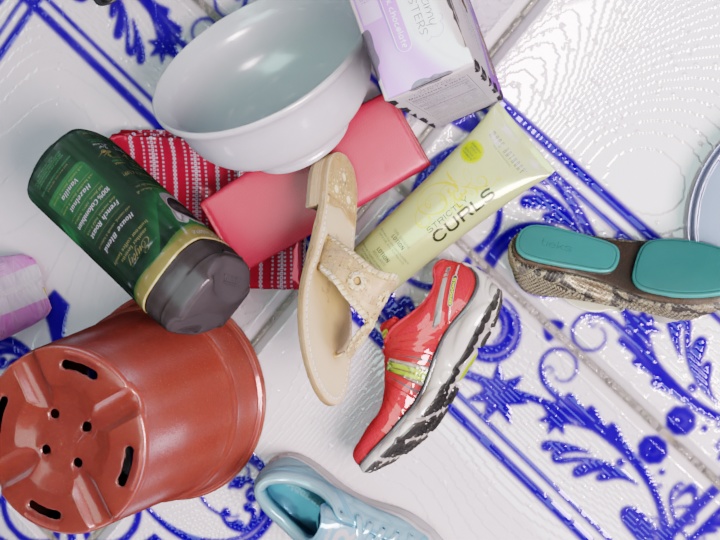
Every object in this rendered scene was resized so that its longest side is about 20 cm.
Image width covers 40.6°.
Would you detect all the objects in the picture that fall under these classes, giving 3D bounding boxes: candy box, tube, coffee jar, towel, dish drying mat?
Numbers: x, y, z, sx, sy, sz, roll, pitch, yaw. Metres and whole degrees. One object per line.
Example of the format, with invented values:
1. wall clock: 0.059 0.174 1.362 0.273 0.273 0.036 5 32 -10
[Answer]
1. candy box: 0.043 -0.211 0.758 0.071 0.200 0.170 -20 87 15
2. tube: 0.067 -0.051 0.840 0.199 0.052 0.058 -40 121 11
3. coffee jar: -0.189 -0.030 0.845 0.199 0.104 0.086 40 95 17
4. towel: -0.145 -0.058 0.910 0.197 0.022 0.147 3 94 15
5. dish drying mat: -0.041 -0.078 0.867 0.198 0.018 0.077 -30 94 5

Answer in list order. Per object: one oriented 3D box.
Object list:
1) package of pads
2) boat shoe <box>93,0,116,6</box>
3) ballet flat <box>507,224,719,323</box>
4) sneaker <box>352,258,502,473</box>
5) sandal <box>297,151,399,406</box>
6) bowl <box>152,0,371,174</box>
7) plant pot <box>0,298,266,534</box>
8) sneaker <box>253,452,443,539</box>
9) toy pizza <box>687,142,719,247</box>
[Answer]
1. package of pads: -0.410 0.053 0.936 0.198 0.120 0.077 -21 93 15
2. boat shoe: -0.171 -0.290 0.877 0.197 0.074 0.067 -13 92 16
3. ballet flat: 0.217 0.008 0.790 0.198 0.076 0.068 9 53 27
4. sneaker: 0.046 0.082 0.848 0.084 0.077 0.201 33 94 22
5. sandal: -0.003 -0.002 0.791 0.069 0.077 0.215 -11 68 28
6. bowl: -0.068 -0.148 0.826 0.199 0.203 0.091 -17 131 15
7. plant pot: -0.207 0.126 0.846 0.198 0.195 0.204 1 93 14
8. sneaker: -0.012 0.235 0.858 0.198 0.082 0.075 25 100 12
9. toy pizza: 0.361 -0.036 0.769 0.197 0.032 0.204 1 95 15
